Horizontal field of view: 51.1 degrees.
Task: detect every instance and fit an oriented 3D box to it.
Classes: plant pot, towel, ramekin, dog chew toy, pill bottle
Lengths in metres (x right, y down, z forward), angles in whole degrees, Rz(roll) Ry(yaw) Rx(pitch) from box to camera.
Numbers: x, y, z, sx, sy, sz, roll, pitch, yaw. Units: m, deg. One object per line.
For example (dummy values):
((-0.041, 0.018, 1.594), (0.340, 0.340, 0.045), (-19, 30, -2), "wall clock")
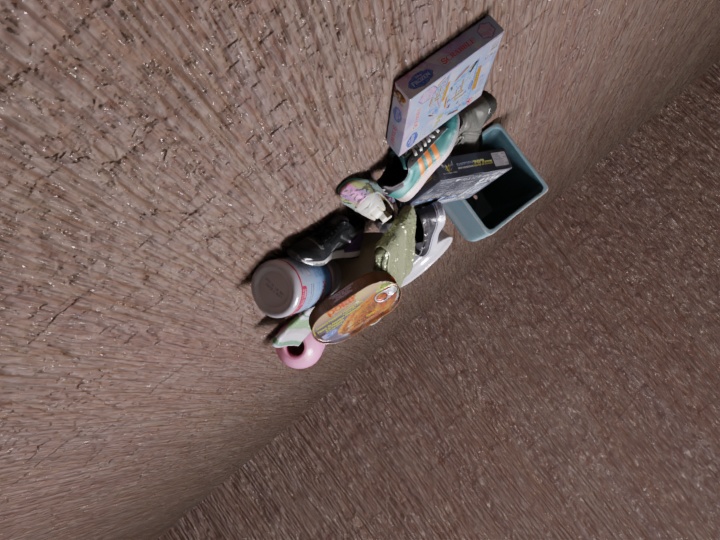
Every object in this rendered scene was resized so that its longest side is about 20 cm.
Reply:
((0.279, -0.184, 1.772), (0.196, 0.196, 0.200), (-36, 175, -17), "plant pot")
((-0.108, 0.110, 1.758), (0.200, 0.031, 0.149), (-41, 169, 12), "towel")
((0.140, -0.055, 1.999), (0.200, 0.098, 0.201), (-38, 168, -9), "ramekin")
((-0.145, 0.182, 1.949), (0.124, 0.125, 0.200), (-42, 176, 10), "dog chew toy")
((0.000, 0.000, 1.629), (0.201, 0.133, 0.202), (-53, 155, -37), "plant pot")
((0.073, -0.025, 1.544), (0.149, 0.036, 0.201), (-54, 156, -34), "towel")
((-0.119, 0.024, 1.480), (0.109, 0.109, 0.200), (-45, 166, 25), "pill bottle")

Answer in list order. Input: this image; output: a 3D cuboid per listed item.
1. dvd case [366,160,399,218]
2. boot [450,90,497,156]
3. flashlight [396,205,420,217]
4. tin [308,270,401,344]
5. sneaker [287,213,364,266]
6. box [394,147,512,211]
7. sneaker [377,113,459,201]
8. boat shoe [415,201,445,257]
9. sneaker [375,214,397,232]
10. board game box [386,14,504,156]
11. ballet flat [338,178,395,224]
((0.087, -0.194, 1.547), (0.142, 0.018, 0.200), (-34, 166, -32), "dvd case")
((0.190, -0.261, 1.498), (0.130, 0.068, 0.201), (-38, 160, -30), "boot")
((0.127, -0.133, 1.745), (0.067, 0.069, 0.200), (-3, 180, 10), "flashlight")
((-0.013, 0.073, 1.493), (0.199, 0.042, 0.112), (-32, 144, 8), "tin")
((-0.065, -0.069, 1.462), (0.199, 0.075, 0.088), (-16, 129, -54), "sneaker")
((0.186, -0.185, 1.536), (0.198, 0.052, 0.158), (-14, 168, -32), "box")
((0.106, -0.219, 1.389), (0.080, 0.071, 0.201), (14, 115, -50), "sneaker")
((0.130, -0.080, 1.612), (0.066, 0.071, 0.200), (-14, 162, -13), "boat shoe")
((0.104, -0.074, 1.788), (0.074, 0.116, 0.200), (-44, 168, 11), "sneaker")
((0.135, -0.302, 1.257), (0.199, 0.041, 0.200), (-38, 168, -13), "board game box")
((0.025, -0.125, 1.434), (0.069, 0.071, 0.200), (-38, 163, 14), "ballet flat")
